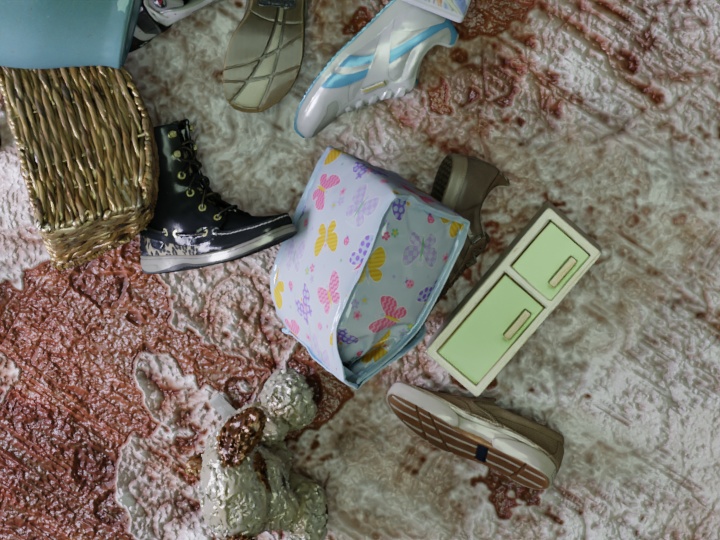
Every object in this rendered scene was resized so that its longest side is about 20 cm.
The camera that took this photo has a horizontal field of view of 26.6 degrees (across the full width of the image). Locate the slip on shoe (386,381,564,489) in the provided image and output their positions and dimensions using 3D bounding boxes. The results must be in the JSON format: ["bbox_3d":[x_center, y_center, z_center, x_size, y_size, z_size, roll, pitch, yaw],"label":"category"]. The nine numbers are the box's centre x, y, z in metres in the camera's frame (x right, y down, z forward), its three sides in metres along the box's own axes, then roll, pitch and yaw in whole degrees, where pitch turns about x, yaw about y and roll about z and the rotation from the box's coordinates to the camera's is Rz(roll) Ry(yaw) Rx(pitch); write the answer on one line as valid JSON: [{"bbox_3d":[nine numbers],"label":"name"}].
[{"bbox_3d":[0.125,0.163,1.627,0.198,0.076,0.061,24,61,10],"label":"slip on shoe"}]

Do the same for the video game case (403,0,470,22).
[{"bbox_3d":[0.042,-0.368,1.508,0.198,0.022,0.184,20,97,-8],"label":"video game case"}]

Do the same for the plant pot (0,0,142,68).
[{"bbox_3d":[-0.302,-0.281,1.459,0.186,0.200,0.202,14,100,-8],"label":"plant pot"}]

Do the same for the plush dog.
[{"bbox_3d":[-0.123,0.216,1.601,0.159,0.172,0.202,-4,99,7],"label":"plush dog"}]

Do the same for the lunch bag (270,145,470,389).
[{"bbox_3d":[0.000,0.000,1.549,0.126,0.169,0.201,21,99,-33],"label":"lunch bag"}]

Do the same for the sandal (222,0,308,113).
[{"bbox_3d":[-0.094,-0.261,1.590,0.079,0.054,0.202,9,85,-3],"label":"sandal"}]

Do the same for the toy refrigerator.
[{"bbox_3d":[0.160,0.030,1.594,0.076,0.070,0.200,40,100,-1],"label":"toy refrigerator"}]

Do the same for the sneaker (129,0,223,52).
[{"bbox_3d":[-0.213,-0.284,1.579,0.199,0.089,0.075,-27,96,11],"label":"sneaker"}]

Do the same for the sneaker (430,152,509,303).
[{"bbox_3d":[0.097,-0.020,1.595,0.075,0.071,0.202,14,109,-15],"label":"sneaker"}]

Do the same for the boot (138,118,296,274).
[{"bbox_3d":[-0.167,-0.083,1.585,0.202,0.073,0.155,-10,95,37],"label":"boot"}]

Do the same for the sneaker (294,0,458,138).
[{"bbox_3d":[0.012,-0.202,1.573,0.200,0.077,0.081,-43,93,12],"label":"sneaker"}]

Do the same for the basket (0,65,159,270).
[{"bbox_3d":[-0.282,-0.124,1.577,0.141,0.149,0.202,-16,76,-8],"label":"basket"}]
